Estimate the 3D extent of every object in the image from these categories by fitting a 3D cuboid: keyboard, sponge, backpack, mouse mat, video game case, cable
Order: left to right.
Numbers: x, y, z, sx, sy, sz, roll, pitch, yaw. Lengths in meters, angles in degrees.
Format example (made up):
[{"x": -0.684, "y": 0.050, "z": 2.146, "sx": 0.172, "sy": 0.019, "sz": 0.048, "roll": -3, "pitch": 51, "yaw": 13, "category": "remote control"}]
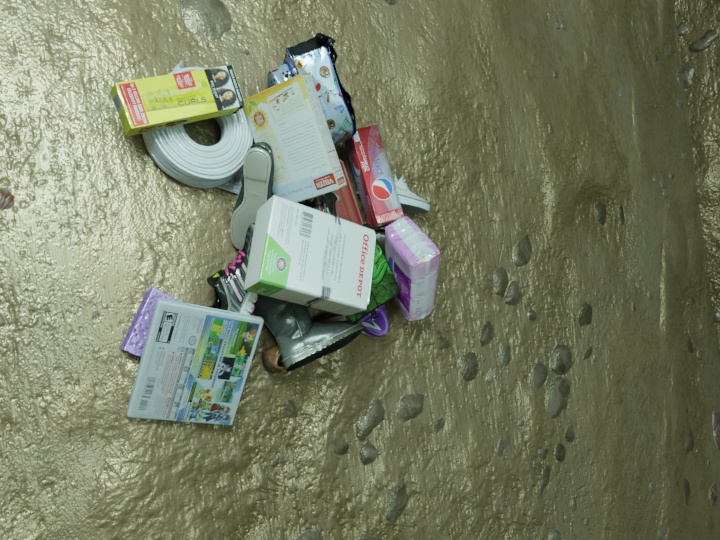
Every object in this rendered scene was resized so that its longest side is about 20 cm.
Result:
[{"x": -0.299, "y": 0.125, "z": 0.960, "sx": 0.199, "sy": 0.030, "sz": 0.113, "roll": 34, "pitch": 67, "yaw": -31, "category": "sponge"}, {"x": -0.274, "y": 0.159, "z": 0.928, "sx": 0.180, "sy": 0.022, "sz": 0.204, "roll": 14, "pitch": 100, "yaw": -30, "category": "video game case"}, {"x": -0.281, "y": -0.252, "z": 0.977, "sx": 0.200, "sy": 0.069, "sz": 0.202, "roll": 42, "pitch": 63, "yaw": -25, "category": "cable"}, {"x": -0.189, "y": -0.160, "z": 1.079, "sx": 0.197, "sy": 0.011, "sz": 0.057, "roll": 16, "pitch": 77, "yaw": -36, "category": "keyboard"}, {"x": -0.090, "y": -0.327, "z": 1.063, "sx": 0.152, "sy": 0.200, "sz": 0.193, "roll": -30, "pitch": 103, "yaw": -1, "category": "backpack"}, {"x": 0.000, "y": 0.000, "z": 1.072, "sx": 0.199, "sy": 0.007, "sz": 0.163, "roll": -27, "pitch": 92, "yaw": -55, "category": "mouse mat"}]

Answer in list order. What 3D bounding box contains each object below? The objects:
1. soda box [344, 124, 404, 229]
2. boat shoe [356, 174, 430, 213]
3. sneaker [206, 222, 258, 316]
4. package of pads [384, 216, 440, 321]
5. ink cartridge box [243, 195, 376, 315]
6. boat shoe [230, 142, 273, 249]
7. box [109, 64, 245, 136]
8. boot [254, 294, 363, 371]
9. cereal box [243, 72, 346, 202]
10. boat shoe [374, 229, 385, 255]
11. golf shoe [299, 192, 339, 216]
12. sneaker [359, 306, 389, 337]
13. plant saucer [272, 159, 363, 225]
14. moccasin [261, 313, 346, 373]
[{"x": 0.027, "y": -0.191, "z": 1.151, "sx": 0.062, "sy": 0.070, "sz": 0.204, "roll": -16, "pitch": 90, "yaw": -16, "category": "soda box"}, {"x": 0.080, "y": -0.181, "z": 1.252, "sx": 0.197, "sy": 0.071, "sz": 0.071, "roll": 13, "pitch": 81, "yaw": -29, "category": "boat shoe"}, {"x": -0.218, "y": 0.009, "z": 0.960, "sx": 0.086, "sy": 0.074, "sz": 0.204, "roll": 15, "pitch": 96, "yaw": -26, "category": "sneaker"}, {"x": 0.105, "y": 0.000, "z": 1.158, "sx": 0.075, "sy": 0.121, "sz": 0.202, "roll": -23, "pitch": 143, "yaw": -15, "category": "package of pads"}, {"x": -0.082, "y": -0.019, "z": 0.935, "sx": 0.197, "sy": 0.084, "sz": 0.148, "roll": 17, "pitch": 69, "yaw": -27, "category": "ink cartridge box"}, {"x": -0.189, "y": -0.132, "z": 0.999, "sx": 0.066, "sy": 0.203, "sz": 0.057, "roll": 16, "pitch": 30, "yaw": -3, "category": "boat shoe"}, {"x": -0.292, "y": -0.279, "z": 0.900, "sx": 0.198, "sy": 0.050, "sz": 0.077, "roll": -23, "pitch": 99, "yaw": -33, "category": "box"}, {"x": -0.109, "y": 0.064, "z": 1.032, "sx": 0.179, "sy": 0.073, "sz": 0.202, "roll": -19, "pitch": 68, "yaw": -22, "category": "boot"}, {"x": -0.119, "y": -0.226, "z": 0.986, "sx": 0.039, "sy": 0.142, "sz": 0.203, "roll": -38, "pitch": 114, "yaw": -56, "category": "cereal box"}, {"x": 0.083, "y": -0.058, "z": 1.240, "sx": 0.199, "sy": 0.066, "sz": 0.058, "roll": 26, "pitch": 52, "yaw": -46, "category": "boat shoe"}, {"x": -0.068, "y": -0.059, "z": 1.073, "sx": 0.087, "sy": 0.076, "sz": 0.205, "roll": -5, "pitch": 95, "yaw": -44, "category": "golf shoe"}, {"x": 0.012, "y": 0.065, "z": 1.150, "sx": 0.080, "sy": 0.083, "sz": 0.202, "roll": -33, "pitch": 120, "yaw": -13, "category": "sneaker"}, {"x": -0.086, "y": -0.096, "z": 1.127, "sx": 0.198, "sy": 0.036, "sz": 0.203, "roll": -32, "pitch": 112, "yaw": -35, "category": "plant saucer"}, {"x": -0.096, "y": 0.139, "z": 1.082, "sx": 0.199, "sy": 0.077, "sz": 0.075, "roll": -18, "pitch": 97, "yaw": -37, "category": "moccasin"}]
